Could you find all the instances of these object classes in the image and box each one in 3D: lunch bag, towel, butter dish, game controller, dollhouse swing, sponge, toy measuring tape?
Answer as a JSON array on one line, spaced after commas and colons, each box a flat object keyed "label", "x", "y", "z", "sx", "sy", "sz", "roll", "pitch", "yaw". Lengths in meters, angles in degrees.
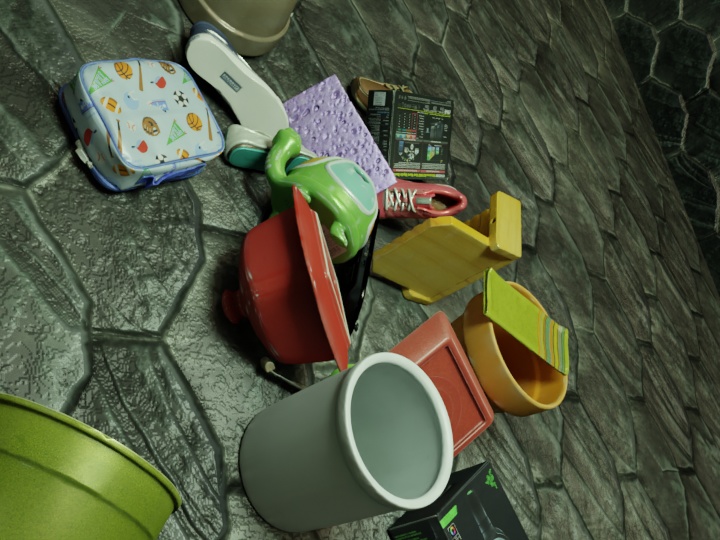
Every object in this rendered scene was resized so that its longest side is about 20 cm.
[{"label": "lunch bag", "x": -0.271, "y": -0.180, "z": 0.948, "sx": 0.200, "sy": 0.075, "sz": 0.161, "roll": -27, "pitch": 91, "yaw": -54}, {"label": "towel", "x": 0.251, "y": 0.078, "z": 1.133, "sx": 0.199, "sy": 0.018, "sz": 0.087, "roll": 36, "pitch": 43, "yaw": -30}, {"label": "butter dish", "x": -0.103, "y": 0.029, "z": 0.958, "sx": 0.201, "sy": 0.146, "sz": 0.201, "roll": -104, "pitch": 180, "yaw": -49}, {"label": "game controller", "x": 0.000, "y": 0.000, "z": 1.128, "sx": 0.042, "sy": 0.105, "sz": 0.201, "roll": 20, "pitch": 48, "yaw": -11}, {"label": "dollhouse swing", "x": 0.131, "y": -0.062, "z": 1.239, "sx": 0.175, "sy": 0.199, "sz": 0.183, "roll": 37, "pitch": 43, "yaw": -27}, {"label": "sponge", "x": -0.038, "y": -0.200, "z": 1.215, "sx": 0.201, "sy": 0.111, "sz": 0.030, "roll": 59, "pitch": -6, "yaw": -3}, {"label": "toy measuring tape", "x": -0.039, "y": 0.144, "z": 1.006, "sx": 0.199, "sy": 0.073, "sz": 0.074, "roll": 36, "pitch": 43, "yaw": -30}]

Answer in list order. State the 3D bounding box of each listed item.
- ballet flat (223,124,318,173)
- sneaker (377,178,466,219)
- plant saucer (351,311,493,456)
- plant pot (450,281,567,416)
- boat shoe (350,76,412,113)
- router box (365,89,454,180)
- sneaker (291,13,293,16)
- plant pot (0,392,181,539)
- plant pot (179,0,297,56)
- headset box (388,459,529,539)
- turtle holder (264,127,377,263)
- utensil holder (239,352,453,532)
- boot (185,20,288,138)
[{"label": "ballet flat", "x": -0.119, "y": -0.173, "z": 1.135, "sx": 0.199, "sy": 0.069, "sz": 0.070, "roll": 15, "pitch": 56, "yaw": -40}, {"label": "sneaker", "x": 0.084, "y": -0.121, "z": 1.255, "sx": 0.198, "sy": 0.087, "sz": 0.075, "roll": -1, "pitch": 95, "yaw": -13}, {"label": "plant saucer", "x": 0.085, "y": 0.192, "z": 1.024, "sx": 0.199, "sy": 0.037, "sz": 0.201, "roll": -36, "pitch": 115, "yaw": -17}, {"label": "plant pot", "x": 0.192, "y": 0.144, "z": 1.189, "sx": 0.199, "sy": 0.182, "sz": 0.202, "roll": 28, "pitch": 48, "yaw": -36}, {"label": "boat shoe", "x": 0.067, "y": -0.323, "z": 1.442, "sx": 0.199, "sy": 0.074, "sz": 0.076, "roll": 17, "pitch": 54, "yaw": -43}, {"label": "router box", "x": 0.089, "y": -0.241, "z": 1.368, "sx": 0.199, "sy": 0.062, "sz": 0.152, "roll": -7, "pitch": 104, "yaw": -51}, {"label": "sneaker", "x": -0.139, "y": -0.538, "z": 1.331, "sx": 0.071, "sy": 0.082, "sz": 0.202, "roll": 14, "pitch": 57, "yaw": -44}, {"label": "plant pot", "x": -0.275, "y": 0.231, "z": 0.593, "sx": 0.200, "sy": 0.199, "sz": 0.194, "roll": 41, "pitch": 53, "yaw": -24}, {"label": "plant pot", "x": -0.162, "y": -0.464, "z": 1.163, "sx": 0.199, "sy": 0.173, "sz": 0.202, "roll": 20, "pitch": 57, "yaw": -33}, {"label": "headset box", "x": 0.150, "y": 0.388, "z": 1.054, "sx": 0.174, "sy": 0.092, "sz": 0.202, "roll": -20, "pitch": 82, "yaw": -54}, {"label": "turtle holder", "x": -0.060, "y": -0.102, "z": 1.084, "sx": 0.185, "sy": 0.142, "sz": 0.132, "roll": 31, "pitch": 55, "yaw": 14}, {"label": "utensil holder", "x": -0.021, "y": 0.205, "z": 0.876, "sx": 0.169, "sy": 0.199, "sz": 0.172, "roll": 25, "pitch": 52, "yaw": -37}, {"label": "boot", "x": -0.179, "y": -0.285, "z": 1.133, "sx": 0.200, "sy": 0.072, "sz": 0.091, "roll": 49, "pitch": 18, "yaw": -33}]
